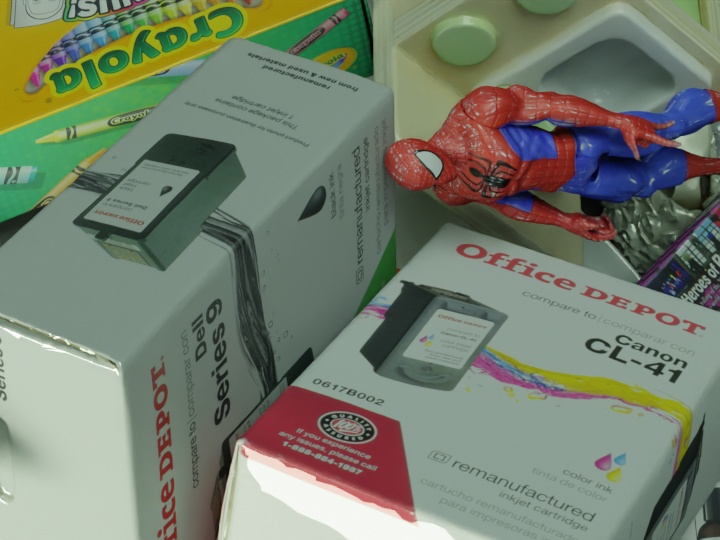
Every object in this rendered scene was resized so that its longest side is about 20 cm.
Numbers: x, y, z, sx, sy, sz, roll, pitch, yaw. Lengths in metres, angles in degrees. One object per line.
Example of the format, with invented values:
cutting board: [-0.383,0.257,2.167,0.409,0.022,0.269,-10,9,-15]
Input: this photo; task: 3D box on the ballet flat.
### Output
ballet flat: [0.145,-0.093,1.265,0.071,0.072,0.201,-1,65,-10]

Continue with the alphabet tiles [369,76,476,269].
alphabet tiles: [0.001,-0.079,1.255,0.199,0.015,0.196,-29,80,-20]

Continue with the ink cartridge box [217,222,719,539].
ink cartridge box: [0.052,0.076,1.053,0.147,0.086,0.200,19,35,18]

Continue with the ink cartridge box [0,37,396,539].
ink cartridge box: [-0.068,0.025,1.049,0.084,0.147,0.200,19,43,24]

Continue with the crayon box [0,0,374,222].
crayon box: [-0.105,-0.111,1.196,0.199,0.058,0.119,-22,54,-5]

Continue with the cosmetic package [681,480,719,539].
cosmetic package: [0.081,0.120,1.150,0.199,0.051,0.083,-3,78,-14]

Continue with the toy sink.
toy sink: [0.087,-0.121,1.179,0.130,0.112,0.201,33,42,-34]

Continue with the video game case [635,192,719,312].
video game case: [0.223,0.031,1.191,0.181,0.036,0.200,47,49,-1]

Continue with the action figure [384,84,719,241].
action figure: [0.098,-0.047,1.106,0.199,0.066,0.052,-1,47,-28]

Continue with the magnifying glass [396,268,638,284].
magnifying glass: [0.092,0.028,1.184,0.199,0.022,0.080,12,54,-4]

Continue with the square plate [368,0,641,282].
square plate: [0.000,0.000,1.205,0.198,0.028,0.200,-40,84,-19]
